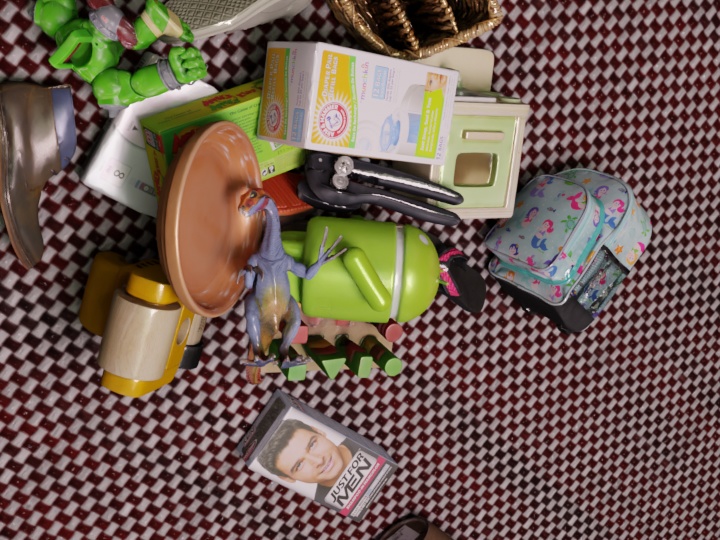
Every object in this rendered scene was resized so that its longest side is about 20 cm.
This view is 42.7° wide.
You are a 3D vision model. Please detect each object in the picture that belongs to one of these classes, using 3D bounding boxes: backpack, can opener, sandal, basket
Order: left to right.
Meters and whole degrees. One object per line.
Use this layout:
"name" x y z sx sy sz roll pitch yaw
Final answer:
"can opener" 0.027 -0.095 1.071 0.199 0.079 0.064 8 81 -11
"basket" 0.039 -0.336 1.030 0.142 0.149 0.200 -34 119 -11
"sandal" 0.122 0.003 1.215 0.200 0.045 0.075 28 70 -45
"backpack" 0.279 -0.043 1.230 0.200 0.177 0.151 -48 125 -7

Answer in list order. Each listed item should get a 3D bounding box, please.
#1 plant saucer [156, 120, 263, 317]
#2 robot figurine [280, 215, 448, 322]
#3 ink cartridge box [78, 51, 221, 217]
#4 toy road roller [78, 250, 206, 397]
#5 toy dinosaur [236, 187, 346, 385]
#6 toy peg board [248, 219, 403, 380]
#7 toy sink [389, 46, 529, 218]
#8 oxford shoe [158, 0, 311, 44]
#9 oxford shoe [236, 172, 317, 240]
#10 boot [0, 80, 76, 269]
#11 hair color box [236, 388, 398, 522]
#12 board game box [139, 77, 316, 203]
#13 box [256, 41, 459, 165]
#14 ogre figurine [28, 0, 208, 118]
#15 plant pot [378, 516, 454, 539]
"plant saucer" -0.155 -0.053 0.944 0.037 0.200 0.201 6 110 16
"robot figurine" 0.000 0.000 1.054 0.199 0.176 0.116 5 104 -1
"ink cartridge box" -0.194 -0.130 1.052 0.200 0.057 0.163 28 95 -25
"toy road roller" -0.251 0.045 1.012 0.145 0.200 0.123 18 99 8
"toy dinosaur" -0.110 0.012 0.985 0.105 0.200 0.182 3 68 -37
"toy peg board" -0.025 0.046 1.163 0.199 0.098 0.200 0 108 -25
"toy sink" 0.125 -0.172 1.147 0.130 0.112 0.201 -2 109 -25
"oxford shoe" -0.132 -0.291 1.017 0.199 0.075 0.058 -26 154 -11
"oxford shoe" -0.130 -0.065 1.093 0.199 0.071 0.073 -15 143 -30
"boot" -0.339 -0.103 0.978 0.097 0.075 0.201 -13 111 -17
"hair color box" -0.056 0.252 1.242 0.200 0.061 0.099 34 92 -30
"board game box" -0.140 -0.147 1.036 0.200 0.048 0.102 -26 128 -30
"box" -0.003 -0.184 1.023 0.199 0.101 0.113 2 100 -38
"ogre figurine" -0.259 -0.250 0.942 0.120 0.098 0.200 -38 109 13
"plant pot" 0.106 0.468 1.342 0.187 0.187 0.200 -34 104 -11
